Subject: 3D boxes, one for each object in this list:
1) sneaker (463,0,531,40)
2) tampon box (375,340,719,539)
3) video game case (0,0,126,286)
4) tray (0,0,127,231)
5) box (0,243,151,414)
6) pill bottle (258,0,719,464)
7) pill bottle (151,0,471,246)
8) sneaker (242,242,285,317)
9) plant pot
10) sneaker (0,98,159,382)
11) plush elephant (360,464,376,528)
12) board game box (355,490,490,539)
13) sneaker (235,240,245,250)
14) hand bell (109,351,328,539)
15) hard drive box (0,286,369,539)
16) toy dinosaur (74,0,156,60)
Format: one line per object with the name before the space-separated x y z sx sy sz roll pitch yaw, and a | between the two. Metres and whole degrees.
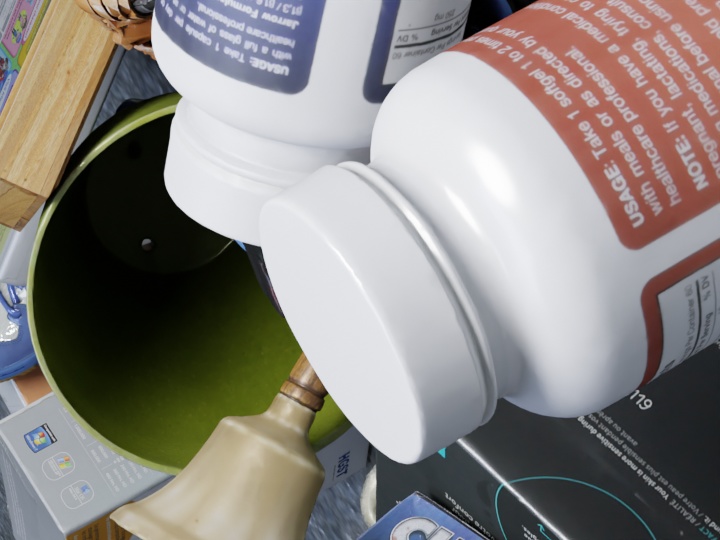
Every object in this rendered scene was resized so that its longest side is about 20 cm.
sneaker | 0.020 -0.086 1.031 0.112 0.073 0.200 47 158 37
tampon box | 0.098 0.094 0.968 0.150 0.126 0.200 42 156 24
video game case | -0.184 -0.121 1.416 0.182 0.022 0.200 50 121 50
tray | -0.130 -0.121 1.225 0.037 0.200 0.099 24 167 -11
box | -0.151 0.037 1.566 0.200 0.152 0.106 62 167 -4
pill bottle | 0.076 -0.029 0.743 0.112 0.200 0.112 52 160 27
pill bottle | -0.013 -0.113 0.904 0.111 0.111 0.200 44 131 43
sneaker | 0.014 -0.019 1.038 0.200 0.087 0.074 22 137 56
plant pot | -0.083 -0.015 1.304 0.200 0.187 0.188 -127 13 -71
sneaker | -0.171 -0.023 1.442 0.075 0.200 0.088 46 -175 28
plush elephant | 0.048 0.167 1.176 0.200 0.154 0.165 102 -179 -86
board game box | 0.074 0.183 0.937 0.135 0.035 0.200 32 152 38
sneaker | 0.000 0.000 1.120 0.200 0.076 0.105 36 -164 6
hand bell | -0.025 0.051 1.197 0.104 0.200 0.104 27 175 2
hard drive box | -0.095 0.098 1.429 0.077 0.200 0.156 53 162 21
toy dinosaur | -0.089 -0.151 1.101 0.200 0.135 0.102 57 -162 -72
